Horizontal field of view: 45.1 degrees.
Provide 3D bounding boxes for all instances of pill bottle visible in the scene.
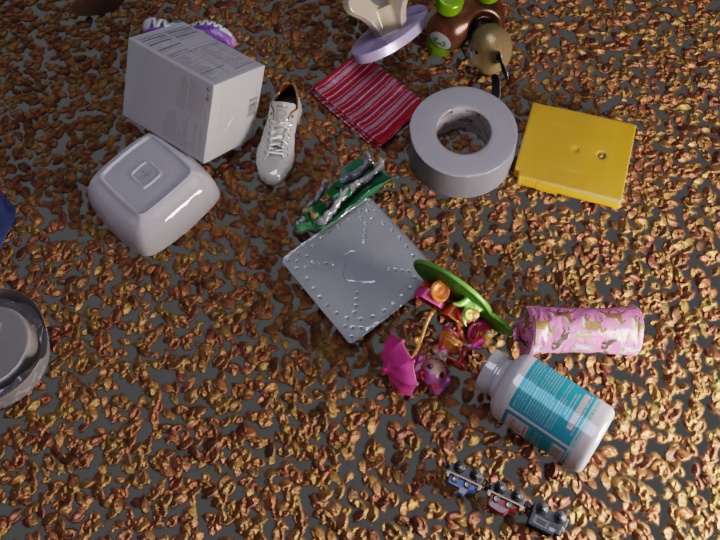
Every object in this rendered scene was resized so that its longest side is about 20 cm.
[{"bbox_3d":[0.271,0.201,1.301,0.198,0.112,0.111,33,66,18],"label":"pill bottle"}]

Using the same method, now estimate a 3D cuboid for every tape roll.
[{"bbox_3d":[0.184,-0.234,1.573,0.195,0.067,0.205,-1,60,1],"label":"tape roll"}]

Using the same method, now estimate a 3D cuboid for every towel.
[{"bbox_3d":[0.017,-0.329,1.657,0.144,0.023,0.200,-40,67,-19],"label":"towel"}]

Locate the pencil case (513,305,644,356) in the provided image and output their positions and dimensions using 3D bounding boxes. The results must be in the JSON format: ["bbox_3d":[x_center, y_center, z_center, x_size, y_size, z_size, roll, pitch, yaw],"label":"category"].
[{"bbox_3d":[0.342,0.094,1.359,0.195,0.088,0.084,0,40,-9],"label":"pencil case"}]

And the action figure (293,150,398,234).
[{"bbox_3d":[-0.041,-0.130,1.520,0.200,0.055,0.117,-43,40,-18],"label":"action figure"}]

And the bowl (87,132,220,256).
[{"bbox_3d":[-0.374,-0.149,1.541,0.199,0.075,0.200,40,70,22],"label":"bowl"}]

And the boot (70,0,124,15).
[{"bbox_3d":[-0.533,-0.620,1.817,0.197,0.071,0.147,-28,57,-14],"label":"boot"}]

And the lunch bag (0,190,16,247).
[{"bbox_3d":[-0.717,-0.112,1.496,0.195,0.133,0.139,9,61,6],"label":"lunch bag"}]

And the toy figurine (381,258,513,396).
[{"bbox_3d":[0.117,0.117,1.364,0.198,0.150,0.186,36,80,-12],"label":"toy figurine"}]

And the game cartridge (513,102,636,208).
[{"bbox_3d":[0.388,-0.211,1.576,0.195,0.033,0.179,14,62,12],"label":"game cartridge"}]

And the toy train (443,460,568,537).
[{"bbox_3d":[0.208,0.337,1.274,0.196,0.034,0.047,24,76,14],"label":"toy train"}]

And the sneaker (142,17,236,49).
[{"bbox_3d":[-0.340,-0.436,1.701,0.195,0.081,0.091,5,67,10],"label":"sneaker"}]

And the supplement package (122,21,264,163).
[{"bbox_3d":[-0.301,-0.324,1.563,0.197,0.154,0.150,30,37,18],"label":"supplement package"}]

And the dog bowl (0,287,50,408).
[{"bbox_3d":[-0.594,0.131,1.399,0.194,0.059,0.204,0,61,1],"label":"dog bowl"}]

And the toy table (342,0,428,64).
[{"bbox_3d":[0.045,-0.500,1.666,0.180,0.119,0.201,1,39,36],"label":"toy table"}]

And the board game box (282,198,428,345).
[{"bbox_3d":[0.000,0.000,1.471,0.198,0.026,0.200,-35,66,-17],"label":"board game box"}]

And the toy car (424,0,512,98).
[{"bbox_3d":[0.222,-0.419,1.632,0.154,0.165,0.204,-19,74,-9],"label":"toy car"}]

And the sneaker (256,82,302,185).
[{"bbox_3d":[-0.152,-0.256,1.586,0.071,0.085,0.204,6,62,3],"label":"sneaker"}]
